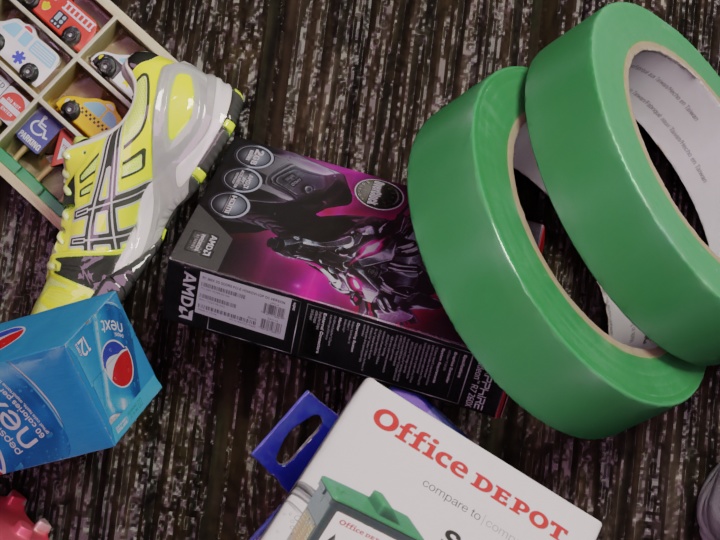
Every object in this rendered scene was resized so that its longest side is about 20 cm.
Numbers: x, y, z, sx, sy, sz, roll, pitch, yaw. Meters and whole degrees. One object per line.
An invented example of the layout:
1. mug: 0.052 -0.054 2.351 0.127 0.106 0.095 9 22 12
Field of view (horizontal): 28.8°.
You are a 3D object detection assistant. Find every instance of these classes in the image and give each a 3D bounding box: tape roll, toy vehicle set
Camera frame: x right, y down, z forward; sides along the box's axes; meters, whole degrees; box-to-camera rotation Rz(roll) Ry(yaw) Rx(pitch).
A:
1. tape roll: 0.110 -0.011 0.758 0.048 0.200 0.201 -32 81 34
2. toy vehicle set: -0.211 -0.132 0.869 0.200 0.027 0.124 41 85 7
3. tape roll: 0.171 -0.049 0.766 0.048 0.200 0.201 -31 80 35

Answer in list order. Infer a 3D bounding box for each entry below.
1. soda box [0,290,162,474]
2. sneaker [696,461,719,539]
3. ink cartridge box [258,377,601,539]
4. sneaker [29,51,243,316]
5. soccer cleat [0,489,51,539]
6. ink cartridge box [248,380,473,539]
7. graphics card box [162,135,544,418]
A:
1. soda box: -0.217 0.075 0.775 0.199 0.068 0.064 -16 109 22
2. sneaker: 0.264 0.078 0.801 0.070 0.080 0.201 28 82 7
3. ink cartridge box: 0.008 0.172 0.671 0.146 0.084 0.200 31 53 4
4. sneaker: -0.148 -0.035 0.819 0.076 0.075 0.201 32 87 -10
5. soccer cleat: -0.190 0.188 0.806 0.199 0.067 0.077 32 96 6
6. ink cartridge box: 0.027 0.156 0.798 0.200 0.076 0.137 42 85 8
7. graphics card box: 0.000 0.000 0.801 0.199 0.051 0.126 16 42 5
